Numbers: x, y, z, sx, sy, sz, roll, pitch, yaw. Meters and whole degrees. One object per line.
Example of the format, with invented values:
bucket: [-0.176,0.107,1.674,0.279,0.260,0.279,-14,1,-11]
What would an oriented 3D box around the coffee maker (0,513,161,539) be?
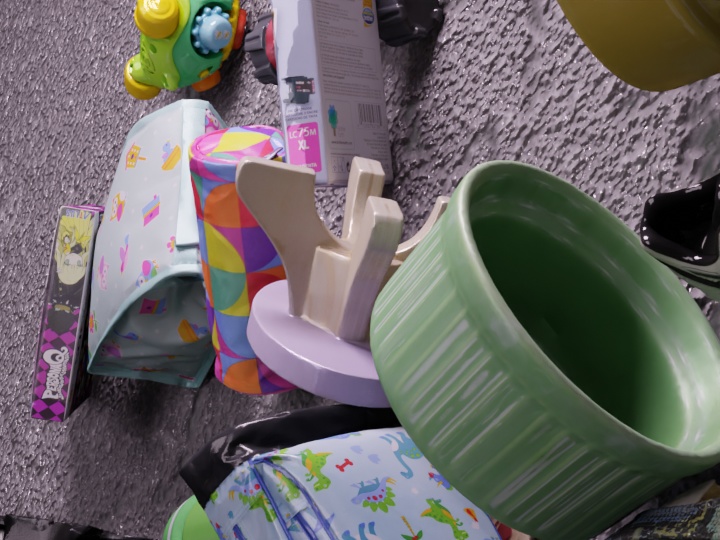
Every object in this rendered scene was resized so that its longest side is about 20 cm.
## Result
coffee maker: [-0.262,0.309,1.479,0.192,0.134,0.202,-14,62,54]

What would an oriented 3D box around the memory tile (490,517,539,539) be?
memory tile: [0.104,0.073,1.135,0.154,0.017,0.201,-52,34,28]

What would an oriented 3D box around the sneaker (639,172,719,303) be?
sneaker: [0.225,-0.024,0.923,0.199,0.087,0.076,-20,54,51]

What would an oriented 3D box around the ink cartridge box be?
ink cartridge box: [-0.023,-0.161,1.314,0.042,0.119,0.202,-3,91,24]

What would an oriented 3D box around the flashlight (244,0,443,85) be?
flashlight: [-0.013,-0.191,1.436,0.199,0.068,0.068,-5,43,53]

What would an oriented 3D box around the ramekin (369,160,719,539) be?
ramekin: [0.099,0.047,0.968,0.098,0.199,0.201,-46,38,29]

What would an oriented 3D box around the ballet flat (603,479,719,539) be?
ballet flat: [0.194,0.135,0.919,0.199,0.074,0.075,-19,57,51]

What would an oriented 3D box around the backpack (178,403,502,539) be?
backpack: [0.009,0.176,1.083,0.154,0.162,0.201,-38,63,42]

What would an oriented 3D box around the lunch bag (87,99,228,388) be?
lunch bag: [-0.150,-0.021,1.473,0.200,0.121,0.172,123,153,-56]

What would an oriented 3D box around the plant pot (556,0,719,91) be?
plant pot: [0.211,-0.220,0.973,0.188,0.200,0.202,-19,56,36]

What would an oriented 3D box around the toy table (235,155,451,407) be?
toy table: [0.000,0.000,1.185,0.200,0.182,0.118,-133,53,-66]

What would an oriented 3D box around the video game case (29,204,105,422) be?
video game case: [-0.253,0.033,1.609,0.200,0.035,0.183,-145,64,-87]

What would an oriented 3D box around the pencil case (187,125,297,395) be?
pencil case: [-0.076,-0.010,1.339,0.088,0.088,0.202,-138,41,-58]

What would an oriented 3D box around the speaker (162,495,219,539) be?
speaker: [-0.061,0.184,1.273,0.199,0.088,0.089,-23,54,52]

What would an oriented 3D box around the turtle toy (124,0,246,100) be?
turtle toy: [-0.152,-0.250,1.653,0.146,0.100,0.202,117,162,-63]
